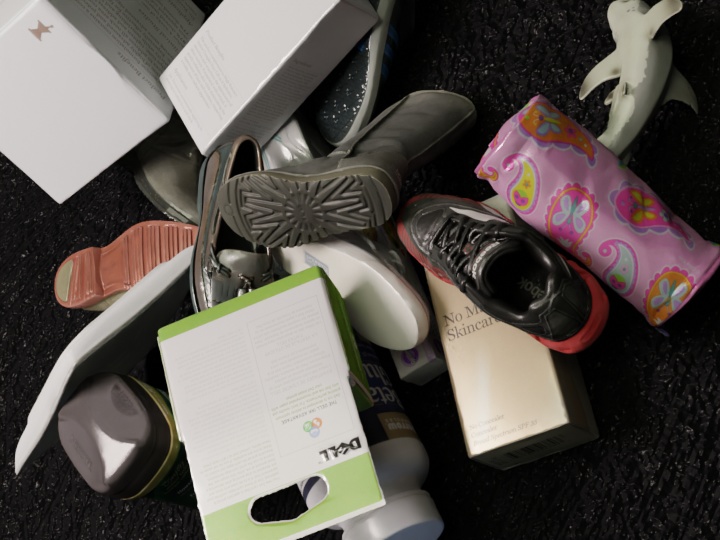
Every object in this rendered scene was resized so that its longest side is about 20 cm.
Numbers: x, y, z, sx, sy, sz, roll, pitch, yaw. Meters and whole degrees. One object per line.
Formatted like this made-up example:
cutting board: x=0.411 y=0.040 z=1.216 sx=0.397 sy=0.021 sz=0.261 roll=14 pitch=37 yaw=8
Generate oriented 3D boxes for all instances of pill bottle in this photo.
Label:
pill bottle: x=-0.008 y=0.146 z=1.046 sx=0.111 sy=0.111 sz=0.202 roll=-37 pitch=60 yaw=15

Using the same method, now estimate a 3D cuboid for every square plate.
square plate: x=-0.228 y=0.074 z=1.119 sx=0.028 sy=0.198 sz=0.200 roll=40 pitch=135 yaw=2

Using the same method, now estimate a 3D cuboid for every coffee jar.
coffee jar: x=-0.170 y=0.153 z=1.086 sx=0.086 sy=0.199 sz=0.104 roll=-50 pitch=59 yaw=7

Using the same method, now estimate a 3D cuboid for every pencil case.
pencil case: x=0.184 y=-0.044 z=0.957 sx=0.199 sy=0.087 sz=0.088 roll=40 pitch=97 yaw=1

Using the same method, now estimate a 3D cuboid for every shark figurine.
shark figurine: x=0.232 y=-0.131 z=1.014 sx=0.128 sy=0.089 sz=0.217 roll=-11 pitch=56 yaw=63

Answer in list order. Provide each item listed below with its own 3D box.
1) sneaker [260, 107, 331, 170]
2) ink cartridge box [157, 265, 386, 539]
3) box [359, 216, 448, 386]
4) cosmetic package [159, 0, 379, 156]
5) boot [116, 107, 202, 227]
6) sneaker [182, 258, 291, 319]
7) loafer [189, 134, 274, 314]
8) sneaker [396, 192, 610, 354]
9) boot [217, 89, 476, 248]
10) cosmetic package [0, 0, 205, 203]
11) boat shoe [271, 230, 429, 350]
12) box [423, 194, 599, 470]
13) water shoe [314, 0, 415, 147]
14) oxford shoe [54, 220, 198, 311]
sneaker: x=-0.095 y=-0.156 z=1.216 sx=0.080 sy=0.070 sz=0.202 roll=-33 pitch=62 yaw=21
ink cartridge box: x=-0.063 y=0.120 z=0.970 sx=0.146 sy=0.076 sz=0.203 roll=-21 pitch=63 yaw=8
box: x=0.026 y=0.005 z=1.112 sx=0.041 sy=0.039 sz=0.202 roll=-32 pitch=62 yaw=21
cosmetic package: x=-0.086 y=-0.203 z=1.137 sx=0.200 sy=0.074 sz=0.102 roll=-42 pitch=65 yaw=23
boot: x=-0.172 y=-0.126 z=1.258 sx=0.131 sy=0.068 sz=0.200 roll=-47 pitch=59 yaw=3
sneaker: x=-0.106 y=0.025 z=1.156 sx=0.078 sy=0.086 sz=0.201 roll=43 pitch=99 yaw=32
loafer: x=-0.109 y=-0.022 z=1.083 sx=0.063 sy=0.071 sz=0.203 roll=-35 pitch=56 yaw=56
sneaker: x=0.096 y=-0.011 z=0.948 sx=0.199 sy=0.098 sz=0.071 roll=35 pitch=94 yaw=34
boot: x=-0.008 y=-0.097 z=1.077 sx=0.179 sy=0.074 sz=0.201 roll=0 pitch=33 yaw=23
cosmetic package: x=-0.280 y=-0.217 z=1.230 sx=0.165 sy=0.167 sz=0.202 roll=-31 pitch=30 yaw=28
boat shoe: x=0.000 y=0.000 z=1.067 sx=0.199 sy=0.068 sz=0.073 roll=29 pitch=131 yaw=43
box: x=0.119 y=0.050 z=1.019 sx=0.094 sy=0.078 sz=0.203 roll=-24 pitch=65 yaw=22
water shoe: x=0.018 y=-0.209 z=1.167 sx=0.071 sy=0.078 sz=0.203 roll=36 pitch=120 yaw=37
oxford shoe: x=-0.211 y=-0.002 z=1.232 sx=0.197 sy=0.073 sz=0.072 roll=-10 pitch=72 yaw=31
